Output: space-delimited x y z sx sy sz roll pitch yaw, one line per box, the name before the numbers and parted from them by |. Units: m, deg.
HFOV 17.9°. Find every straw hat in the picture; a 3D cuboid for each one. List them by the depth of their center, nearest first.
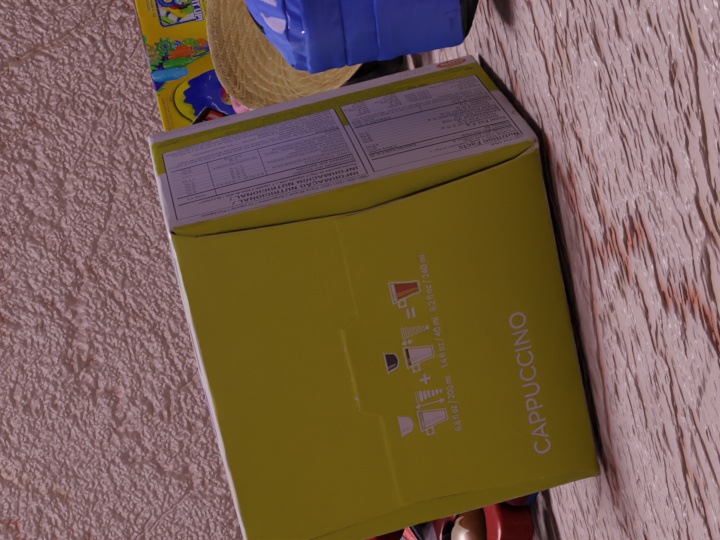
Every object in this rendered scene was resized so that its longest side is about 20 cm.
straw hat | -0.017 -0.197 1.639 0.085 0.201 0.201 17 -131 -47

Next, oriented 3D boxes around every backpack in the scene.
backpack | -0.025 -0.207 1.193 0.163 0.168 0.200 -97 -6 -53

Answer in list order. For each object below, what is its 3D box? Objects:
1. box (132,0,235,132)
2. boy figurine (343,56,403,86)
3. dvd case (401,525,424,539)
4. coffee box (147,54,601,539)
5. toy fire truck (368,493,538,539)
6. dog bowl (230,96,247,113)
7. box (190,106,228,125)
box | -0.099 -0.208 2.078 0.200 0.192 0.122 82 173 -63
boy figurine | 0.018 -0.054 1.680 0.124 0.064 0.200 -33 -69 -50
dvd case | 0.009 0.151 1.759 0.200 0.022 0.146 55 172 -12
coffee box | 0.003 0.017 1.276 0.198 0.200 0.200 -116 12 -70
toy fire truck | 0.073 0.159 1.575 0.200 0.112 0.168 -104 24 -45
dog bowl | -0.052 -0.199 1.794 0.200 0.074 0.200 -173 90 -76
box | -0.045 -0.047 1.819 0.035 0.200 0.110 -56 -17 -40
